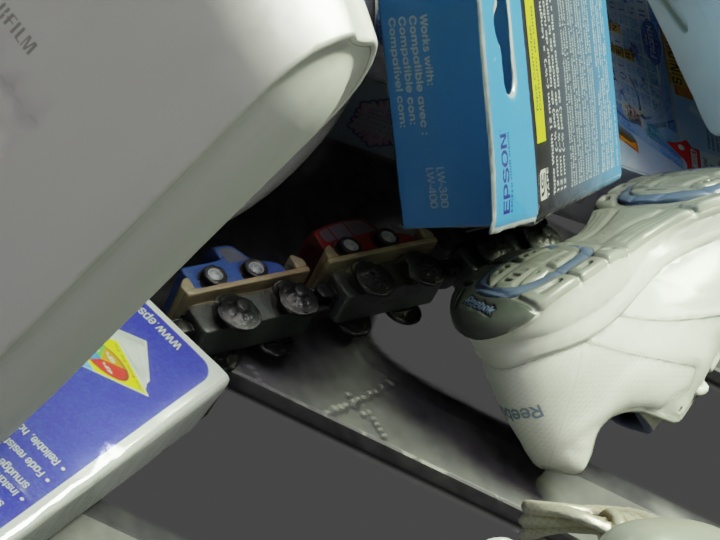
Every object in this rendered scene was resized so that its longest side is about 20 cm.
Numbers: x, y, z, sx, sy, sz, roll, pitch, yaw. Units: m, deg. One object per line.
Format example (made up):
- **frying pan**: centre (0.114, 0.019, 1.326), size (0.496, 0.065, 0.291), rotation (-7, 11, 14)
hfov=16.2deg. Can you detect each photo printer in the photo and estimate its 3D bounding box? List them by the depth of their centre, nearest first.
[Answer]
- **photo printer**: centre (-0.102, -0.069, 0.813), size (0.166, 0.200, 0.069), rotation (51, 15, 18)

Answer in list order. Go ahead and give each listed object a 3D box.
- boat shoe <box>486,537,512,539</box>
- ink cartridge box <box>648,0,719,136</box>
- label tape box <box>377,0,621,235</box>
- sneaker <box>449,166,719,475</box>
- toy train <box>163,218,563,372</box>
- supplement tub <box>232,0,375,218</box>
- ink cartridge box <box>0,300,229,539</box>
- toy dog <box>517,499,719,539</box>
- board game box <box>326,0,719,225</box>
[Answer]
- **boat shoe**: centre (0.031, 0.174, 0.823), size (0.073, 0.067, 0.200), rotation (14, 45, -19)
- **ink cartridge box**: centre (0.223, -0.156, 1.078), size (0.200, 0.083, 0.146), rotation (-19, 75, -16)
- **label tape box**: centre (0.044, -0.092, 0.942), size (0.066, 0.144, 0.200), rotation (-4, 6, 19)
- **sneaker**: centre (0.119, 0.014, 1.023), size (0.200, 0.074, 0.087), rotation (-27, 108, -34)
- **toy train**: centre (0.000, 0.000, 0.994), size (0.200, 0.034, 0.046), rotation (-14, 56, -40)
- **supplement tub**: centre (-0.106, -0.121, 0.949), size (0.144, 0.145, 0.200), rotation (-16, 49, -40)
- **ink cartridge box**: centre (-0.177, 0.023, 0.860), size (0.198, 0.047, 0.200), rotation (44, 44, 10)
- **toy dog**: centre (0.156, 0.140, 0.915), size (0.200, 0.132, 0.097), rotation (6, 86, -21)
- **board game box**: centre (0.077, -0.112, 1.139), size (0.199, 0.041, 0.200), rotation (18, 44, -17)
